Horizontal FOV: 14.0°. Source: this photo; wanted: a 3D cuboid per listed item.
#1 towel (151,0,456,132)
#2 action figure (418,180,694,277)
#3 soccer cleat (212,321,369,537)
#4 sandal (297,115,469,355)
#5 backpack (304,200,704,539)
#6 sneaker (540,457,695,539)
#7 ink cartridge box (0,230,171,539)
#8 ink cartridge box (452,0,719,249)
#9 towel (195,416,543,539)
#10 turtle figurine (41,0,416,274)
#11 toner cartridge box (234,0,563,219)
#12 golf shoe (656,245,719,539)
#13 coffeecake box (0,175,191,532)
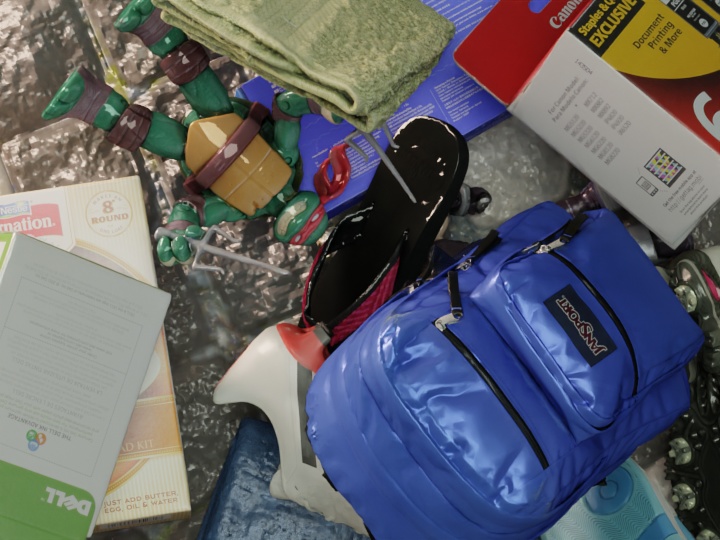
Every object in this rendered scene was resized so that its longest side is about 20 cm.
[{"bbox_3d":[-0.025,-0.144,1.676,0.148,0.200,0.037,30,113,6],"label":"towel"},{"bbox_3d":[0.099,-0.005,1.765,0.199,0.069,0.131,-20,91,-4],"label":"action figure"},{"bbox_3d":[-0.005,0.122,1.693,0.085,0.069,0.200,-37,88,5],"label":"soccer cleat"},{"bbox_3d":[0.000,0.000,1.730,0.075,0.045,0.201,31,104,36],"label":"sandal"},{"bbox_3d":[0.075,0.060,1.611,0.163,0.168,0.200,50,47,9],"label":"backpack"},{"bbox_3d":[0.186,0.191,1.740,0.080,0.131,0.200,-41,54,8],"label":"sneaker"},{"bbox_3d":[-0.190,0.088,1.634,0.104,0.059,0.201,23,79,-27],"label":"ink cartridge box"},{"bbox_3d":[0.179,-0.142,1.734,0.175,0.084,0.200,39,48,1],"label":"ink cartridge box"},{"bbox_3d":[0.005,0.165,1.739,0.199,0.049,0.112,18,80,-2],"label":"towel"},{"bbox_3d":[-0.076,-0.066,1.696,0.200,0.101,0.150,39,81,-8],"label":"turtle figurine"},{"bbox_3d":[0.032,-0.115,1.784,0.200,0.043,0.095,-29,84,-9],"label":"toner cartridge box"},{"bbox_3d":[0.228,0.083,1.755,0.088,0.077,0.201,-20,103,-41],"label":"golf shoe"},{"bbox_3d":[-0.189,0.057,1.724,0.153,0.073,0.201,-9,82,-5],"label":"coffeecake box"}]
